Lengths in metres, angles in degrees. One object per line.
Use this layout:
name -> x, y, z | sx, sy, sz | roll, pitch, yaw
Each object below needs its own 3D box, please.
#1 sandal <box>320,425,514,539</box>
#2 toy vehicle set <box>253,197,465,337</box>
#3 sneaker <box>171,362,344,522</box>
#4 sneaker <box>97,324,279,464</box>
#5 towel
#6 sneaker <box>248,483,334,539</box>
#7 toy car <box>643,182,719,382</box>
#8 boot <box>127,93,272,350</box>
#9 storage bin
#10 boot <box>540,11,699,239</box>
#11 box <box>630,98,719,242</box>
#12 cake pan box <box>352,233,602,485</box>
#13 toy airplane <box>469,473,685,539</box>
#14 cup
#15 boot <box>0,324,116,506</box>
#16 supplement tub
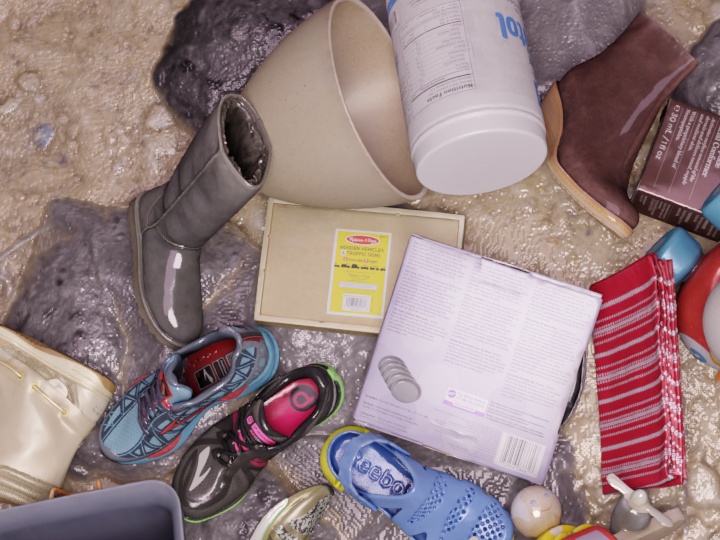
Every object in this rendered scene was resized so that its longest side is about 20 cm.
sandal -> 0.049, 0.207, 1.238 | 0.198, 0.087, 0.080 | 24, 79, 9
toy vehicle set -> 0.000, 0.000, 1.319 | 0.197, 0.027, 0.126 | 6, 78, 7
sneaker -> -0.103, 0.153, 1.265 | 0.200, 0.084, 0.077 | -43, 76, -5
sneaker -> -0.176, 0.108, 1.270 | 0.199, 0.095, 0.080 | -36, 70, 6
towel -> 0.245, 0.096, 1.215 | 0.022, 0.145, 0.203 | 2, 77, -16
sneaker -> -0.070, 0.290, 1.231 | 0.088, 0.077, 0.201 | 32, 90, 23
toy car -> 0.334, 0.044, 1.159 | 0.184, 0.200, 0.177 | 43, 126, 1
boot -> -0.144, -0.041, 1.262 | 0.199, 0.072, 0.184 | -30, 72, 42
storage bin -> -0.241, 0.276, 1.221 | 0.197, 0.135, 0.147 | -12, 61, 2
boot -> 0.248, -0.140, 1.257 | 0.166, 0.072, 0.201 | -43, 42, 15
box -> 0.365, -0.076, 1.278 | 0.198, 0.075, 0.101 | 21, 80, 8
cake pan box -> 0.112, 0.081, 1.253 | 0.198, 0.052, 0.186 | 17, 96, 7
toy airplane -> 0.169, 0.254, 1.161 | 0.198, 0.199, 0.142 | -29, 78, 28
cup -> -0.038, -0.140, 1.288 | 0.142, 0.200, 0.203 | -19, 75, 24
boot -> -0.354, 0.136, 1.299 | 0.198, 0.073, 0.157 | 24, 78, 5
supplement tub -> 0.099, -0.189, 1.287 | 0.130, 0.132, 0.202 | -10, 68, 3
